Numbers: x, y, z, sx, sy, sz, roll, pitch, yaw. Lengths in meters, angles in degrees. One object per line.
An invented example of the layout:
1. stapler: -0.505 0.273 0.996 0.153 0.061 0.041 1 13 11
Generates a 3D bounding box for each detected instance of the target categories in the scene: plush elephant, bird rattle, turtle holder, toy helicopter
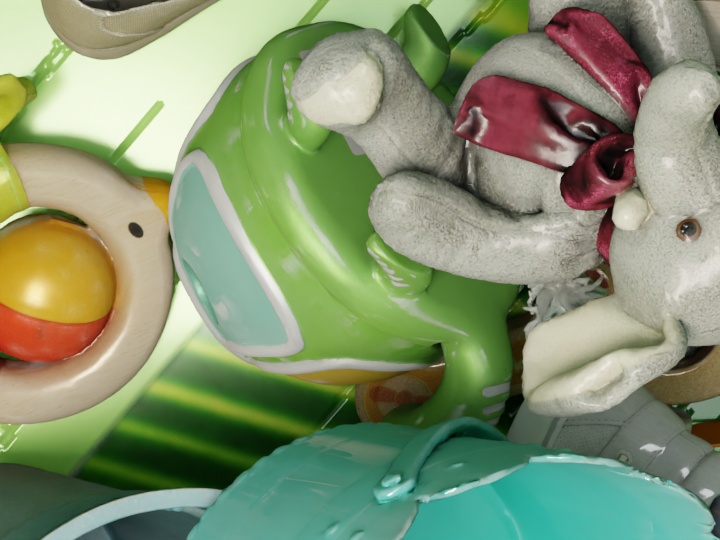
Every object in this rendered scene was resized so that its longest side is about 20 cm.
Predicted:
1. plush elephant: 0.098 -0.034 0.782 0.165 0.155 0.200 -37 123 -23
2. bird rattle: -0.162 0.011 0.930 0.163 0.113 0.201 10 100 -19
3. turtle holder: 0.001 -0.009 0.911 0.185 0.141 0.132 44 130 -13
4. toy helicopter: 0.095 0.040 0.959 0.200 0.079 0.133 -19 106 12

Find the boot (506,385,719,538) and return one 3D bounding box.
1. boot: 0.094 0.133 0.910 0.096 0.073 0.200 38 135 25

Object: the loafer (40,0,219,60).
1. loafer: -0.051 -0.157 0.923 0.200 0.068 0.076 -37 96 3

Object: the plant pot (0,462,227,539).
1. plant pot: -0.119 0.169 0.876 0.200 0.196 0.201 -4 98 -30

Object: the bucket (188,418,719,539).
1. bucket: 0.031 0.151 0.762 0.207 0.135 0.208 -5 100 -31

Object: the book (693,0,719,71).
1. book: 0.208 -0.160 0.876 0.200 0.134 0.048 -41 113 -8
